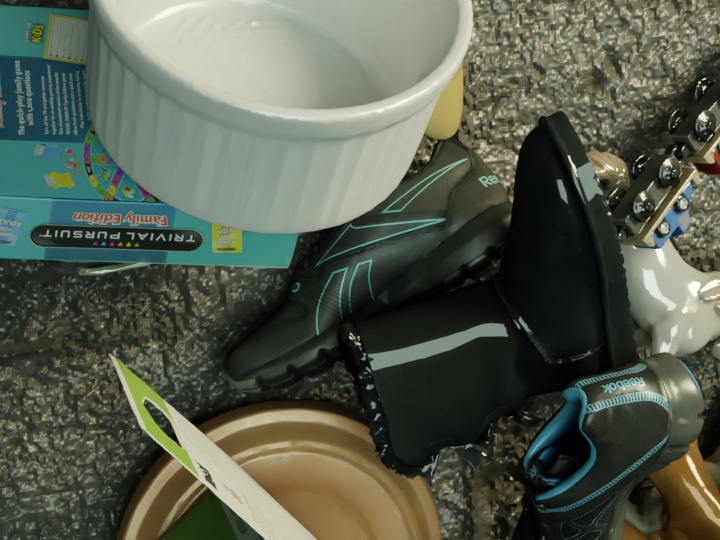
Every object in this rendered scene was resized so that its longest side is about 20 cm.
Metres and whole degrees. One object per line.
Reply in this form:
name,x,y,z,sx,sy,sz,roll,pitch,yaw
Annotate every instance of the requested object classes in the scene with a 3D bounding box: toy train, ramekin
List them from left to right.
ramekin,-0.049,-0.113,1.108,0.198,0.202,0.098,2,136,-15
toy train,0.208,-0.082,1.268,0.200,0.034,0.046,-50,121,-22

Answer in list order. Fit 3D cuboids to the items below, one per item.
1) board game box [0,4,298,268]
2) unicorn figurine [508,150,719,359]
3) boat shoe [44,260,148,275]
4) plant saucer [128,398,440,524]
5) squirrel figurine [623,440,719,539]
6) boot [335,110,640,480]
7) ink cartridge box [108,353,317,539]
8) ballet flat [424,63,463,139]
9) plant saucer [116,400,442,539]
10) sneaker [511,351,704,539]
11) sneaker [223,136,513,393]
board game box,-0.140,-0.074,1.147,0.198,0.152,0.047,2,137,-15
unicorn figurine,0.173,0.016,1.290,0.137,0.074,0.201,-34,112,0
boat shoe,-0.088,-0.045,1.217,0.198,0.071,0.064,-13,139,-20
plant saucer,-0.049,0.171,1.293,0.198,0.029,0.202,-4,104,-15
squirrel figurine,0.217,0.181,1.313,0.186,0.142,0.201,-31,107,1
boot,0.065,0.020,1.189,0.161,0.074,0.199,-19,131,-2
ink cartridge box,-0.081,0.152,1.155,0.076,0.148,0.200,-45,108,1
ballet flat,0.015,-0.163,1.202,0.063,0.069,0.201,-20,113,37
plant saucer,-0.046,0.177,1.264,0.198,0.032,0.202,-4,105,-14
sneaker,0.117,0.122,1.225,0.081,0.073,0.201,-5,136,-31
sneaker,0.000,0.000,1.254,0.199,0.075,0.080,-32,81,1
